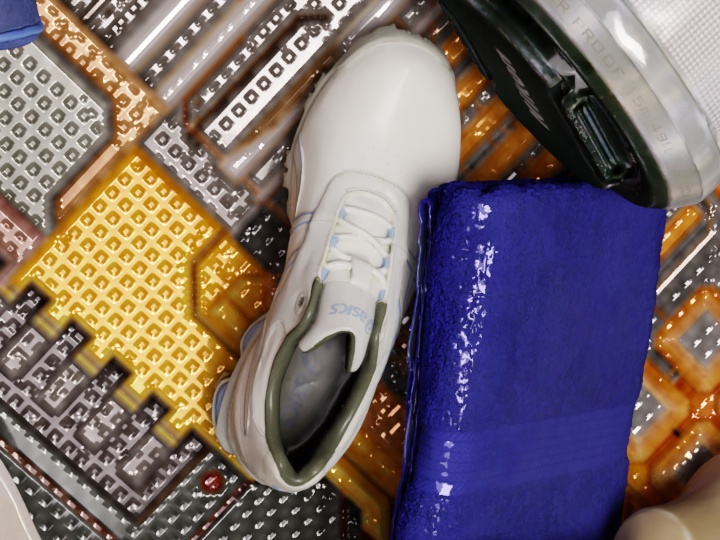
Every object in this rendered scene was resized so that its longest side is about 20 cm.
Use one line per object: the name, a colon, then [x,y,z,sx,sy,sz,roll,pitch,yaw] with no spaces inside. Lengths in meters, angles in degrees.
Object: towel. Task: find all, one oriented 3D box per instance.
towel: [0.067,0.056,0.938,0.147,0.049,0.202,-5,107,-50]

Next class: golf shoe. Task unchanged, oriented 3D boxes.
golf shoe: [0.000,0.000,0.909,0.078,0.097,0.202,15,97,-12]

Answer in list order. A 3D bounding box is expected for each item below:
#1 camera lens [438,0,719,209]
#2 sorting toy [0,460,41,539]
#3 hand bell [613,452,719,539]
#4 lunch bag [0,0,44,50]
camera lens: [0.137,-0.137,0.870,0.200,0.160,0.160,-41,107,-4]
sorting toy: [-0.196,0.162,0.908,0.198,0.107,0.182,-15,98,-9]
hand bell: [0.097,0.129,0.915,0.199,0.104,0.105,1,103,-36]
lunch bag: [-0.190,-0.124,0.788,0.135,0.200,0.134,-14,108,-13]
